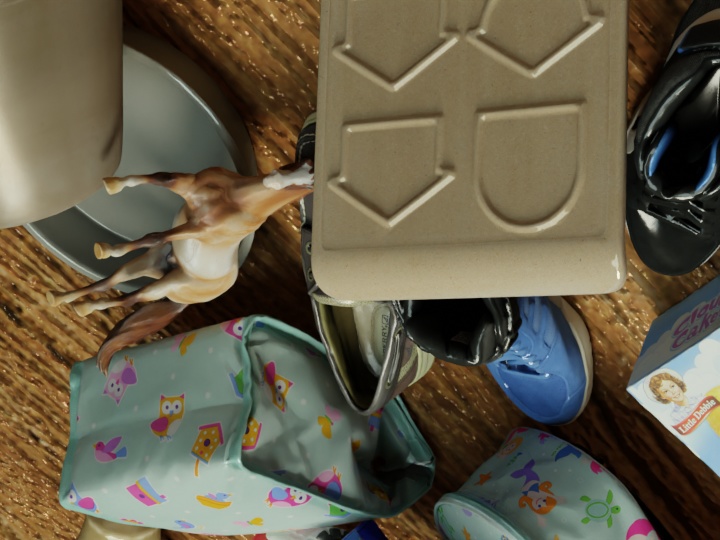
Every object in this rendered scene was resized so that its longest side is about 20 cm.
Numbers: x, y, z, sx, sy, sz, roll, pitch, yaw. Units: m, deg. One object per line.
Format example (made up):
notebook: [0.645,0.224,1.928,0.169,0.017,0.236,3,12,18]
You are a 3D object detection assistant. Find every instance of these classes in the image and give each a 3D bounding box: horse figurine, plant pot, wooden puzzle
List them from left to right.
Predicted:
plant pot: [-0.210,-0.125,1.023,0.198,0.200,0.175,4,122,27]
horse figurine: [-0.107,-0.012,1.098,0.050,0.131,0.200,64,146,22]
wooden puzzle: [0.060,-0.087,0.974,0.184,0.046,0.202,-2,87,33]

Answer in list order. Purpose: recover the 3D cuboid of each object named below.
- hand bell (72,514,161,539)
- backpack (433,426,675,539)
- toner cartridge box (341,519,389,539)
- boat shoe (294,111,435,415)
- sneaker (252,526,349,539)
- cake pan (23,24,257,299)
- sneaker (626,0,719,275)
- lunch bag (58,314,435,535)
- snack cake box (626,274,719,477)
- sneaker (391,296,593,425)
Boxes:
hand bell: [-0.169,0.150,1.352,0.103,0.104,0.202,19,121,14]
backpack: [0.131,0.200,1.148,0.201,0.150,0.177,58,165,-14]
toner cartridge box: [0.047,0.254,1.194,0.043,0.095,0.201,-38,84,4]
boat shoe: [0.000,0.000,1.120,0.073,0.065,0.201,3,127,30]
sneaker: [-0.016,0.243,1.330,0.084,0.077,0.201,4,137,37]
cake pan: [-0.148,-0.072,1.163,0.198,0.037,0.202,16,133,18]
sneaker: [0.161,-0.053,0.948,0.072,0.112,0.201,21,135,12]
lunch bag: [-0.068,0.114,1.216,0.169,0.123,0.199,-16,153,37]
snack cake box: [0.254,0.039,1.007,0.115,0.067,0.200,40,135,-8]
sneaker: [0.074,0.035,1.075,0.076,0.112,0.201,1,128,29]
